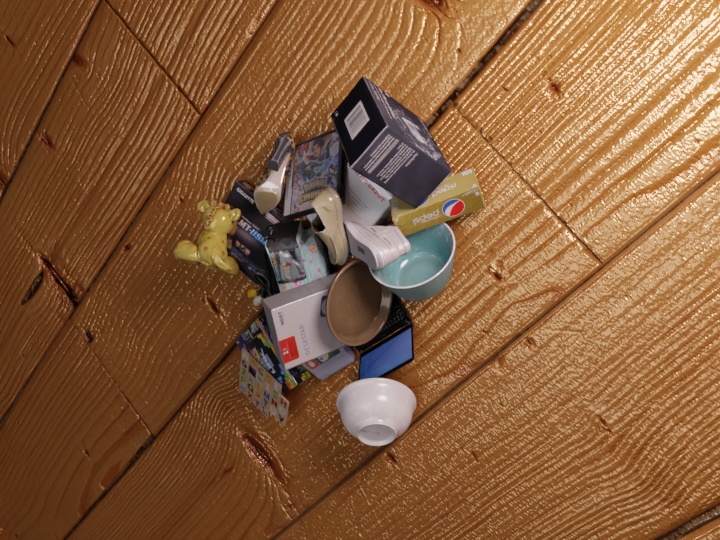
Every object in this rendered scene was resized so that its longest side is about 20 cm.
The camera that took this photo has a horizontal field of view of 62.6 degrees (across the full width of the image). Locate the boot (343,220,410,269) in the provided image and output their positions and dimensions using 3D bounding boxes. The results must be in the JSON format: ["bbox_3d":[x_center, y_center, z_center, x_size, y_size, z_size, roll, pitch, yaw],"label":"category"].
[{"bbox_3d":[0.032,-0.068,1.305,0.200,0.094,0.075,44,150,51],"label":"boot"}]

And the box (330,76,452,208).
[{"bbox_3d":[0.062,-0.267,1.238,0.117,0.198,0.198,-44,42,25],"label":"box"}]

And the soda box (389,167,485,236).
[{"bbox_3d":[0.165,-0.146,1.289,0.197,0.068,0.065,-19,48,15],"label":"soda box"}]

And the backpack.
[{"bbox_3d":[-0.152,-0.007,1.450,0.150,0.176,0.203,-6,111,-4],"label":"backpack"}]

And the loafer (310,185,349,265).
[{"bbox_3d":[-0.073,-0.093,1.321,0.076,0.067,0.202,-125,21,-49],"label":"loafer"}]

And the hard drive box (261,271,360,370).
[{"bbox_3d":[-0.110,0.115,1.368,0.077,0.197,0.158,33,139,59],"label":"hard drive box"}]

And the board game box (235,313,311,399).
[{"bbox_3d":[-0.237,0.232,1.576,0.202,0.056,0.165,57,137,6],"label":"board game box"}]

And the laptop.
[{"bbox_3d":[0.029,0.152,1.430,0.176,0.103,0.202,-33,85,27],"label":"laptop"}]

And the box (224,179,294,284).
[{"bbox_3d":[-0.291,-0.102,1.572,0.199,0.050,0.200,39,115,14],"label":"box"}]

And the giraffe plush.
[{"bbox_3d":[-0.374,-0.090,1.510,0.170,0.200,0.165,16,83,-9],"label":"giraffe plush"}]

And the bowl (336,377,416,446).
[{"bbox_3d":[0.039,0.354,1.414,0.197,0.091,0.203,0,132,0],"label":"bowl"}]

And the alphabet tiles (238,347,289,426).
[{"bbox_3d":[-0.264,0.327,1.607,0.199,0.007,0.169,38,134,28],"label":"alphabet tiles"}]

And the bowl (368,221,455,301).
[{"bbox_3d":[0.126,-0.012,1.321,0.198,0.203,0.106,-1,142,26],"label":"bowl"}]

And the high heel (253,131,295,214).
[{"bbox_3d":[-0.207,-0.242,1.473,0.070,0.144,0.201,22,138,-5],"label":"high heel"}]

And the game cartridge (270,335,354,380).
[{"bbox_3d":[-0.114,0.188,1.491,0.132,0.041,0.200,-36,116,23],"label":"game cartridge"}]

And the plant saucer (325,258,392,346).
[{"bbox_3d":[-0.006,0.070,1.346,0.029,0.198,0.204,14,107,47],"label":"plant saucer"}]

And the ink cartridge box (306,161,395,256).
[{"bbox_3d":[-0.011,-0.154,1.401,0.145,0.084,0.200,48,118,10],"label":"ink cartridge box"}]

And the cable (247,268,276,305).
[{"bbox_3d":[-0.246,0.058,1.525,0.096,0.200,0.051,35,70,0],"label":"cable"}]

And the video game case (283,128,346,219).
[{"bbox_3d":[-0.109,-0.228,1.405,0.198,0.025,0.184,-9,74,44],"label":"video game case"}]
